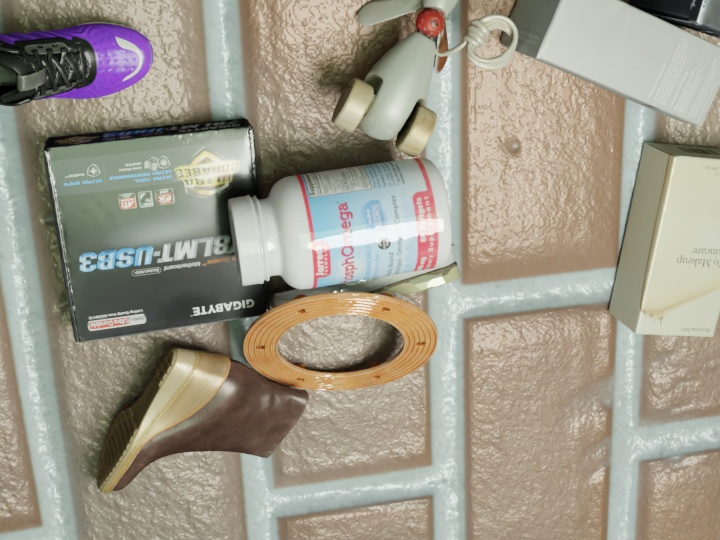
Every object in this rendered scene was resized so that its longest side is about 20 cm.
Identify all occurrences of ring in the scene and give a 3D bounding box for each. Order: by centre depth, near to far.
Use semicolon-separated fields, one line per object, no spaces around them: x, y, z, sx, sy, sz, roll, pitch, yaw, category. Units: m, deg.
-0.020;0.071;1.116;0.199;0.019;0.201;-2;148;-1;ring

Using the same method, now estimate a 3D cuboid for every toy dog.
0.045;-0.203;1.065;0.200;0.096;0.132;-47;106;-9;toy dog

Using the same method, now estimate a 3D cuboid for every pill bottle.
-0.021;-0.042;1.038;0.199;0.109;0.109;-10;111;-9;pill bottle

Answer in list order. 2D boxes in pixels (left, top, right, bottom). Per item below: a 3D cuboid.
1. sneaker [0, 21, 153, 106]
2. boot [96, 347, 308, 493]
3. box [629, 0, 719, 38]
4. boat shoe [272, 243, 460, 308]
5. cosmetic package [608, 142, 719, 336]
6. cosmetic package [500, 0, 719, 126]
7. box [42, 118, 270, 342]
-0.284;-0.177;0.971;0.199;0.100;0.070;-6;113;-11;sneaker
-0.167;0.178;1.146;0.166;0.072;0.200;25;113;-30;boot
0.396;-0.275;1.080;0.199;0.148;0.105;13;106;-18;box
0.000;0.000;1.128;0.199;0.075;0.069;-15;95;-7;boat shoe
0.350;-0.033;1.197;0.103;0.073;0.201;2;108;-15;cosmetic package
0.253;-0.222;1.087;0.199;0.107;0.091;16;104;-17;cosmetic package
-0.196;-0.040;1.073;0.199;0.050;0.199;-7;110;-11;box
